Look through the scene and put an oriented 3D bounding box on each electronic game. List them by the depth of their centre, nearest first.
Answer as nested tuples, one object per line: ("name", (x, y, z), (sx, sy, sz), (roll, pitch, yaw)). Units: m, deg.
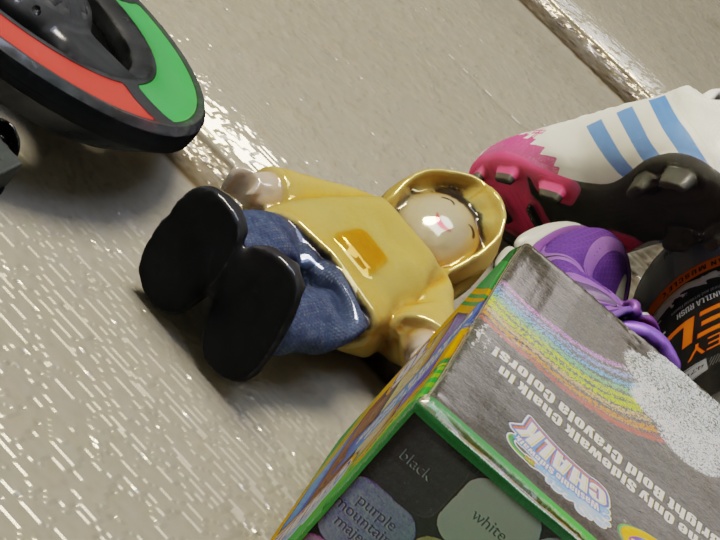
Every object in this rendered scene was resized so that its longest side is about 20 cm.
("electronic game", (-0.145, -0.120, 0.896), (0.200, 0.042, 0.200), (39, 15, -13))

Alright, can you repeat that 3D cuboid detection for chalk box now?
("chalk box", (0.043, 0.101, 0.731), (0.124, 0.124, 0.200), (41, 27, 0))

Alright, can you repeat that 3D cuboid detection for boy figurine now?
("boy figurine", (0.000, 0.000, 0.903), (0.124, 0.064, 0.200), (47, 29, 21))

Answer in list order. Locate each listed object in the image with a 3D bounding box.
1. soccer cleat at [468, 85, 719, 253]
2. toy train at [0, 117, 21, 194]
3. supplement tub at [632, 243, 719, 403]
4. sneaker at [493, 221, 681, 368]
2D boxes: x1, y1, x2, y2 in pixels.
("soccer cleat", (0.134, -0.049, 1.035), (0.086, 0.200, 0.070), (-45, 114, -24))
("toy train", (-0.204, -0.096, 0.806), (0.200, 0.046, 0.034), (46, 32, 7))
("supplement tub", (0.185, 0.069, 0.968), (0.122, 0.123, 0.200), (32, 26, -15))
("sneaker", (0.100, 0.037, 0.929), (0.200, 0.083, 0.081), (-64, 135, -61))
